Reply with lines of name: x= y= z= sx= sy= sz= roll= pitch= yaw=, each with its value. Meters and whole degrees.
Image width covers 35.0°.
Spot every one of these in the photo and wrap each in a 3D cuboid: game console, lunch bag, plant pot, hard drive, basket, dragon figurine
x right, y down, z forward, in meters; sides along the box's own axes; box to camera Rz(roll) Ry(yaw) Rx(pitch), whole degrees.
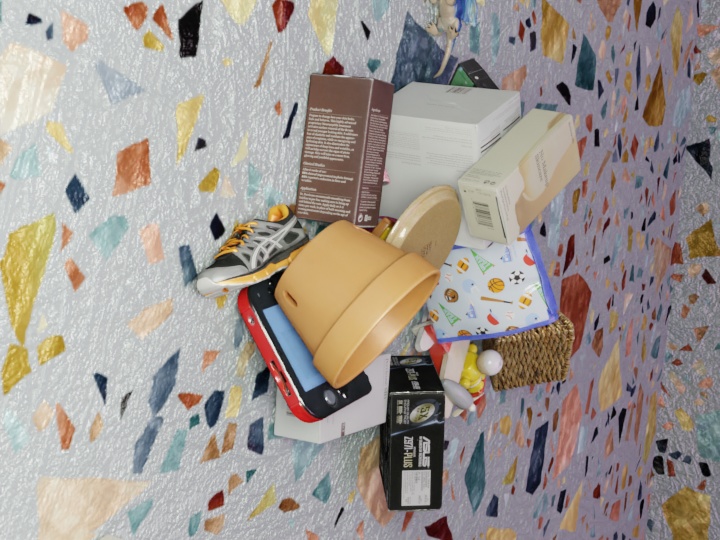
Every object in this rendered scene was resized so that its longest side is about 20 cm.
game console: x=-0.071 y=0.094 z=1.515 sx=0.177 sy=0.031 sz=0.200 roll=-20 pitch=81 yaw=-57
lunch bag: x=0.205 y=0.014 z=1.810 sx=0.124 sy=0.200 sz=0.170 roll=-37 pitch=112 yaw=-49
plant pot: x=-0.015 y=0.032 z=1.458 sx=0.200 sy=0.140 sz=0.200 roll=-46 pitch=168 yaw=-13
hard drive: x=0.204 y=-0.221 z=1.823 sx=0.038 sy=0.200 sz=0.140 roll=-24 pitch=157 yaw=-29
basket: x=0.307 y=0.114 z=2.132 sx=0.200 sy=0.149 sz=0.143 roll=81 pitch=-2 yaw=-53
dragon figurine: x=0.152 y=-0.416 z=1.841 sx=0.099 sy=0.059 sz=0.200 roll=-38 pitch=129 yaw=-51

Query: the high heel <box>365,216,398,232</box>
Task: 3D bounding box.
high heel: x=0.000 y=0.000 z=1.650 sx=0.200 sy=0.096 sz=0.067 roll=-58 pitch=144 yaw=-36

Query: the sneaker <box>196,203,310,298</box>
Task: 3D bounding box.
sneaker: x=-0.139 y=-0.023 z=1.429 sx=0.200 sy=0.078 sz=0.077 roll=-32 pitch=102 yaw=-52

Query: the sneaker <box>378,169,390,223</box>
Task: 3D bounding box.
sneaker: x=0.012 y=-0.157 z=1.639 sx=0.070 sy=0.082 sz=0.200 roll=3 pitch=95 yaw=-61

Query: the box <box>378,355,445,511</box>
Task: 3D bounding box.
box: x=0.079 y=0.254 z=1.804 sx=0.164 sy=0.086 sz=0.200 roll=-108 pitch=-162 yaw=-74

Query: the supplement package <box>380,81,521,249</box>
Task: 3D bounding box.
supplement package: x=0.134 y=-0.164 z=1.740 sx=0.147 sy=0.191 sz=0.200 roll=-39 pitch=131 yaw=-45

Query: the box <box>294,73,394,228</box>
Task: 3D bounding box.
box: x=-0.022 y=-0.163 z=1.560 sx=0.075 sy=0.100 sz=0.200 roll=-5 pitch=103 yaw=-61

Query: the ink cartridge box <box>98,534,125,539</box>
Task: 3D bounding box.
ink cartridge box: x=-0.277 y=0.409 z=1.217 sx=0.200 sy=0.145 sz=0.147 roll=-34 pitch=128 yaw=-52

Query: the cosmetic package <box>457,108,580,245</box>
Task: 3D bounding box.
cosmetic package: x=0.232 y=-0.137 z=1.646 sx=0.200 sy=0.071 sz=0.105 roll=-45 pitch=133 yaw=-31

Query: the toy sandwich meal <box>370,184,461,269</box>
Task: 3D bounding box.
toy sandwich meal: x=0.062 y=-0.040 z=1.606 sx=0.205 sy=0.070 sz=0.205 roll=-40 pitch=149 yaw=-31

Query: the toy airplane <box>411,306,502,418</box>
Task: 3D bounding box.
toy airplane: x=0.173 y=0.147 z=1.958 sx=0.199 sy=0.141 sz=0.200 roll=0 pitch=90 yaw=-66

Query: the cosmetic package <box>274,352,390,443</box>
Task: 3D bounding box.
cosmetic package: x=-0.038 y=0.176 z=1.650 sx=0.200 sy=0.081 sz=0.113 roll=-7 pitch=102 yaw=-59
